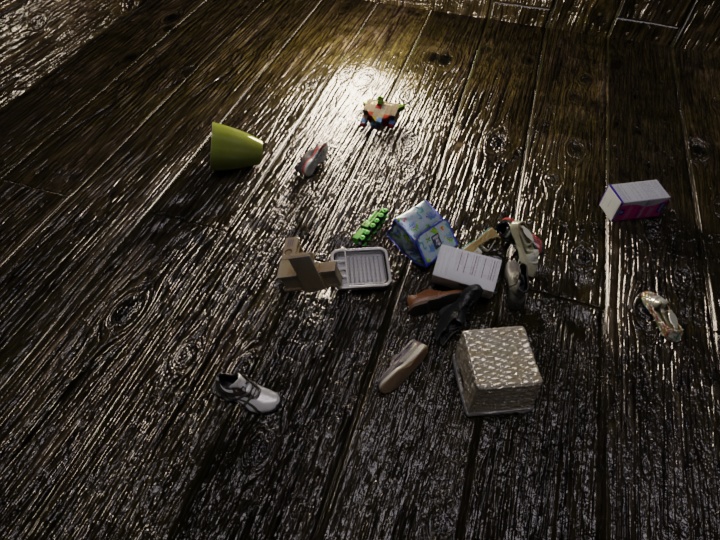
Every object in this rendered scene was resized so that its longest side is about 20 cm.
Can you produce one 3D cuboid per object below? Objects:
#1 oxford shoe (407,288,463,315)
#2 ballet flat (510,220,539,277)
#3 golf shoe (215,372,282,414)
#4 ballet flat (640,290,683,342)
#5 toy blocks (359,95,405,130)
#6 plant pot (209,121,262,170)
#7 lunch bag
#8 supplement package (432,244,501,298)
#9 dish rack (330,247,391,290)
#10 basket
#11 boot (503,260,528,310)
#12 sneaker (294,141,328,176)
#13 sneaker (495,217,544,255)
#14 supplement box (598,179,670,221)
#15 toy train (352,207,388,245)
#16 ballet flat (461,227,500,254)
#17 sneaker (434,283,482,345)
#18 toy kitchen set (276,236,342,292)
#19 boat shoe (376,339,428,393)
[{"bbox_3d":[0.246,0.084,1.644,0.198,0.072,0.072,-10,46,-7],"label":"oxford shoe"},{"bbox_3d":[0.561,-0.076,1.713,0.069,0.069,0.201,-23,92,-18],"label":"ballet flat"},{"bbox_3d":[-0.316,0.338,1.416,0.198,0.095,0.078,12,50,7],"label":"golf shoe"},{"bbox_3d":[0.962,0.133,1.613,0.075,0.064,0.201,-7,51,-5],"label":"ballet flat"},{"bbox_3d":[0.085,-0.685,2.263,0.198,0.100,0.138,14,64,12],"label":"toy blocks"},{"bbox_3d":[-0.498,-0.486,2.048,0.198,0.188,0.188,3,49,-17],"label":"plant pot"},{"bbox_3d":[0.222,-0.122,1.783,0.169,0.128,0.200,-32,74,-27],"label":"lunch bag"},{"bbox_3d":[0.344,0.005,1.660,0.198,0.114,0.110,16,78,13],"label":"supplement package"},{"bbox_3d":[0.000,0.000,1.725,0.198,0.044,0.173,-4,50,-3],"label":"dish rack"},{"bbox_3d":[0.381,0.280,1.428,0.198,0.162,0.199,-3,50,-5],"label":"basket"},{"bbox_3d":[0.518,0.019,1.658,0.067,0.131,0.201,5,51,3],"label":"boot"},{"bbox_3d":[-0.202,-0.469,2.087,0.081,0.077,0.200,18,52,22],"label":"sneaker"},{"bbox_3d":[0.552,-0.114,1.791,0.097,0.071,0.200,-7,43,-44],"label":"sneaker"},{"bbox_3d":[1.025,-0.262,1.911,0.198,0.102,0.104,-8,51,-7],"label":"supplement box"},{"bbox_3d":[0.037,-0.164,1.863,0.056,0.042,0.200,18,52,27],"label":"toy train"},{"bbox_3d":[0.417,-0.084,1.786,0.199,0.069,0.063,-36,73,-24],"label":"ballet flat"},{"bbox_3d":[0.305,0.134,1.566,0.200,0.060,0.104,-40,25,16],"label":"sneaker"},{"bbox_3d":[-0.169,-0.054,1.658,0.198,0.164,0.181,-6,49,15],"label":"toy kitchen set"},{"bbox_3d":[0.115,0.277,1.489,0.200,0.072,0.065,-39,49,-25],"label":"boat shoe"}]
